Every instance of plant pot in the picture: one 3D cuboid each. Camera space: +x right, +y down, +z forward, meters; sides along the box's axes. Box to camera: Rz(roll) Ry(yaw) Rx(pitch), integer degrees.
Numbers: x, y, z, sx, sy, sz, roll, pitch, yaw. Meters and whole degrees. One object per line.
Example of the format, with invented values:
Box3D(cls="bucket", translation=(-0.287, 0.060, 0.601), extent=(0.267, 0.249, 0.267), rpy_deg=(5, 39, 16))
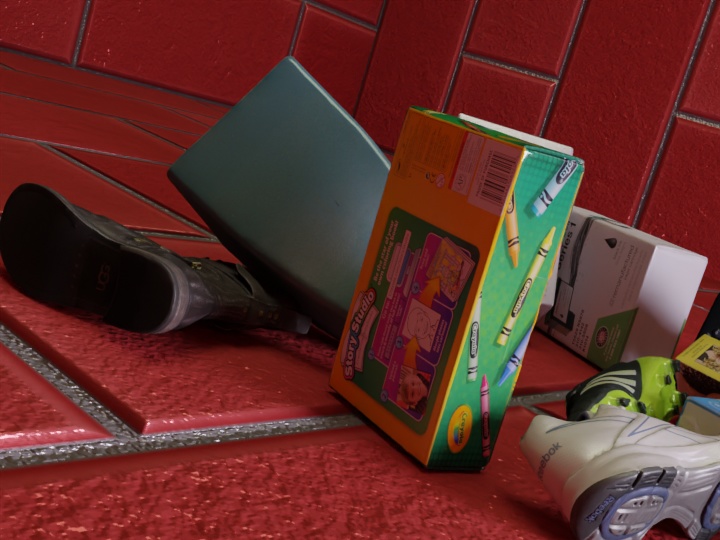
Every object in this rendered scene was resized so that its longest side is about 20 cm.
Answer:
Box3D(cls="plant pot", translation=(-0.027, -0.035, 0.782), extent=(0.200, 0.141, 0.142), rpy_deg=(44, -7, 26))

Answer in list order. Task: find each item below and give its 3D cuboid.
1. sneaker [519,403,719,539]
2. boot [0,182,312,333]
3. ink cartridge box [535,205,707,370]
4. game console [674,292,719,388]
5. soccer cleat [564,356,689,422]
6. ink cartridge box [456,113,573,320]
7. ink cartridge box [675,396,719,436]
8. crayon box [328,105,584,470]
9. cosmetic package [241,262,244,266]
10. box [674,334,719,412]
Box3D(cls="sneaker", translation=(0.182, 0.116, 0.596), extent=(0.197, 0.075, 0.087), rpy_deg=(11, 24, -39))
Box3D(cls="boot", translation=(-0.150, 0.004, 0.712), extent=(0.198, 0.070, 0.173), rpy_deg=(28, 8, 25))
Box3D(cls="ink cartridge box", translation=(0.275, 0.020, 1.084), extent=(0.083, 0.149, 0.200), rpy_deg=(11, 11, -27))
Box3D(cls="game console", translation=(0.461, 0.104, 1.069), extent=(0.198, 0.174, 0.119), rpy_deg=(25, -14, 32))
Box3D(cls="soccer cleat", translation=(0.184, 0.112, 0.718), extent=(0.080, 0.069, 0.199), rpy_deg=(-13, 1, 34))
Box3D(cls="ink cartridge box", translation=(0.149, -0.055, 1.075), extent=(0.142, 0.204, 0.088), rpy_deg=(16, -26, -6))
Box3D(cls="ink cartridge box", translation=(0.333, 0.152, 0.720), extent=(0.197, 0.069, 0.115), rpy_deg=(10, 13, -39))
Box3D(cls="crayon box", translation=(0.055, 0.009, 0.616), extent=(0.057, 0.204, 0.118), rpy_deg=(8, 14, -36))
Box3D(cls="cosmetic package", translation=(0.000, 0.000, 0.907), extent=(0.198, 0.083, 0.112), rpy_deg=(25, 13, 29))
Box3D(cls="box", translation=(0.372, 0.133, 0.842), extent=(0.050, 0.076, 0.199), rpy_deg=(-31, 34, -24))
